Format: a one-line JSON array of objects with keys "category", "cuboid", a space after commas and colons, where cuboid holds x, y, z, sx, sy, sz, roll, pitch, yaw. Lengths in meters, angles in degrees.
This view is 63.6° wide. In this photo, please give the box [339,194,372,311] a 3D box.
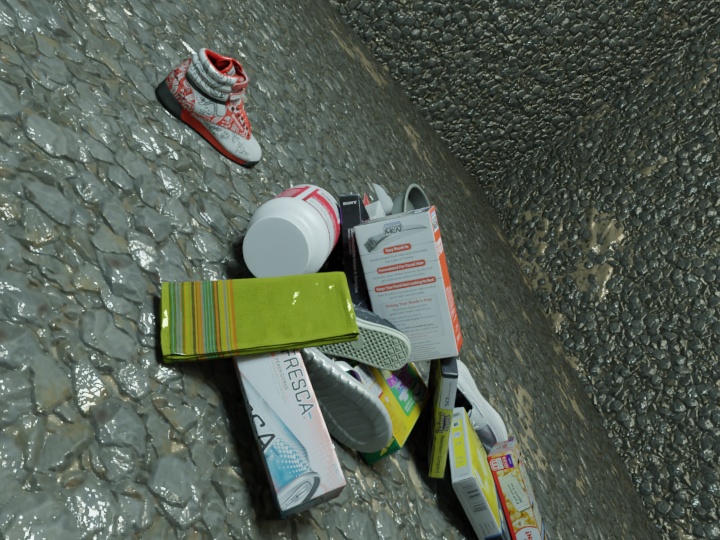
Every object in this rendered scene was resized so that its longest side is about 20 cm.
[{"category": "box", "cuboid": [0.000, 0.000, 0.893, 0.143, 0.035, 0.204, 51, 33, -79]}]

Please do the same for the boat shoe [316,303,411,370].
[{"category": "boat shoe", "cuboid": [-0.027, 0.074, 0.771, 0.197, 0.076, 0.062, 21, 10, -4]}]

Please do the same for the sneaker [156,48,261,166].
[{"category": "sneaker", "cuboid": [-0.193, -0.242, 0.872, 0.201, 0.107, 0.068, 34, 29, -46]}]

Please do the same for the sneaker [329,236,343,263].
[{"category": "sneaker", "cuboid": [-0.039, -0.050, 0.996, 0.080, 0.073, 0.200, 61, 20, -1]}]

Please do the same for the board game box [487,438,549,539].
[{"category": "board game box", "cuboid": [0.276, 0.402, 0.995, 0.151, 0.046, 0.203, 27, 46, -70]}]

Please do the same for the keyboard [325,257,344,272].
[{"category": "keyboard", "cuboid": [0.001, 0.064, 0.993, 0.200, 0.039, 0.105, 47, 45, -28]}]

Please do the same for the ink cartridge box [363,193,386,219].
[{"category": "ink cartridge box", "cuboid": [0.057, -0.047, 1.182, 0.177, 0.044, 0.202, -79, 147, -61]}]

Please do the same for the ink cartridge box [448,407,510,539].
[{"category": "ink cartridge box", "cuboid": [0.189, 0.327, 0.942, 0.201, 0.046, 0.200, -79, 145, -60]}]

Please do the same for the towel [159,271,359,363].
[{"category": "towel", "cuboid": [-0.102, 0.042, 0.596, 0.196, 0.018, 0.087, -4, 60, -17]}]

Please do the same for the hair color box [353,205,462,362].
[{"category": "hair color box", "cuboid": [0.069, 0.022, 0.817, 0.064, 0.109, 0.204, -42, 120, -70]}]

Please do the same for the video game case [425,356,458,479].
[{"category": "video game case", "cuboid": [0.125, 0.186, 0.911, 0.201, 0.025, 0.184, -78, 172, -67]}]

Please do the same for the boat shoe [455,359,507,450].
[{"category": "boat shoe", "cuboid": [0.209, 0.267, 1.109, 0.068, 0.071, 0.202, -30, 94, -48]}]

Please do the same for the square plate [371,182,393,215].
[{"category": "square plate", "cuboid": [0.092, -0.074, 1.296, 0.199, 0.028, 0.202, 60, 7, -46]}]

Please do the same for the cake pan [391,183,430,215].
[{"category": "cake pan", "cuboid": [0.112, -0.072, 1.178, 0.200, 0.036, 0.204, 33, 53, -59]}]

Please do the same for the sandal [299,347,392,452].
[{"category": "sandal", "cuboid": [-0.030, 0.143, 0.711, 0.203, 0.082, 0.050, 49, 25, -19]}]

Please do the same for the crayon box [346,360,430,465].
[{"category": "crayon box", "cuboid": [0.031, 0.174, 0.838, 0.120, 0.058, 0.200, 58, 20, 2]}]

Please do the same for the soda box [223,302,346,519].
[{"category": "soda box", "cuboid": [-0.081, 0.138, 0.594, 0.064, 0.067, 0.202, 105, -35, -59]}]

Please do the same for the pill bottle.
[{"category": "pill bottle", "cuboid": [-0.090, -0.049, 0.790, 0.113, 0.112, 0.200, 53, 15, -8]}]
